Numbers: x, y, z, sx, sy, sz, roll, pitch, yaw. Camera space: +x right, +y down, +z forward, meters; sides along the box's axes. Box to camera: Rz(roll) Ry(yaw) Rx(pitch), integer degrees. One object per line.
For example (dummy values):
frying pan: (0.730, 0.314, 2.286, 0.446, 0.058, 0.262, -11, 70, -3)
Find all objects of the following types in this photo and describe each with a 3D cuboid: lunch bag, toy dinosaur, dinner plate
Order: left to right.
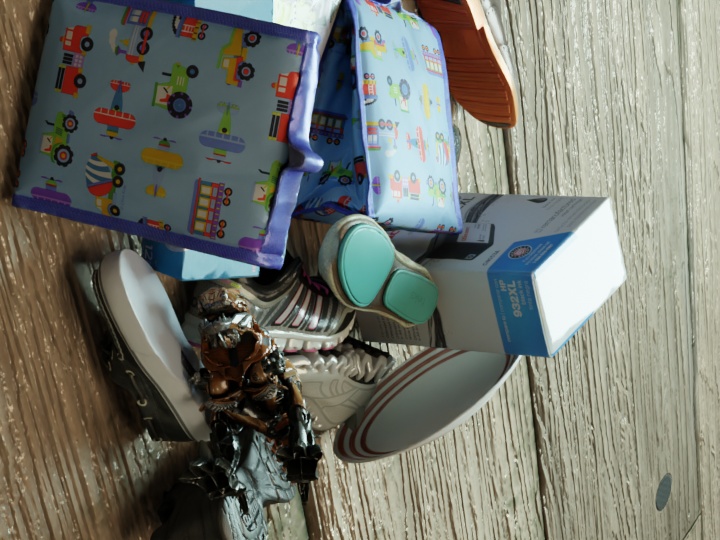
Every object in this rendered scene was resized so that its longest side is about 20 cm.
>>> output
lunch bag: (-0.113, -0.093, 1.256, 0.094, 0.198, 0.152, 6, 98, -59)
toy dinosaur: (-0.070, 0.098, 1.423, 0.200, 0.102, 0.137, 40, 33, -39)
lunch bag: (0.018, -0.137, 1.601, 0.150, 0.093, 0.202, 7, 87, -57)
dinner plate: (0.064, 0.109, 1.670, 0.024, 0.199, 0.200, 57, 47, -14)

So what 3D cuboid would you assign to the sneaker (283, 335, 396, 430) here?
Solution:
sneaker: (-0.039, 0.095, 1.609, 0.199, 0.075, 0.082, 13, 100, -60)

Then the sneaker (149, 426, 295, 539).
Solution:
sneaker: (-0.111, 0.174, 1.519, 0.200, 0.090, 0.077, -46, 115, -72)

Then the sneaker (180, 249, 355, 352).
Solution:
sneaker: (-0.063, 0.013, 1.524, 0.199, 0.073, 0.088, -7, 114, -53)

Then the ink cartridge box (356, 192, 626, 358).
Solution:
ink cartridge box: (0.107, 0.000, 1.674, 0.145, 0.198, 0.084, -42, 124, -43)

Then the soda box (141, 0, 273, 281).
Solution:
soda box: (-0.110, -0.097, 1.377, 0.067, 0.064, 0.202, -3, 102, -35)

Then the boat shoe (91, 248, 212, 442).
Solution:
boat shoe: (-0.157, 0.064, 1.401, 0.201, 0.056, 0.069, 66, 16, -46)

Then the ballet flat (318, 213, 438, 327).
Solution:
ballet flat: (0.000, 0.000, 1.543, 0.068, 0.062, 0.200, -62, 151, -7)

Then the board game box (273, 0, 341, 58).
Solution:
board game box: (-0.071, -0.173, 1.482, 0.120, 0.032, 0.202, 30, 76, -55)

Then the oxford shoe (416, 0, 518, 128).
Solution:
oxford shoe: (0.110, -0.210, 1.729, 0.073, 0.071, 0.201, -61, 146, -31)
